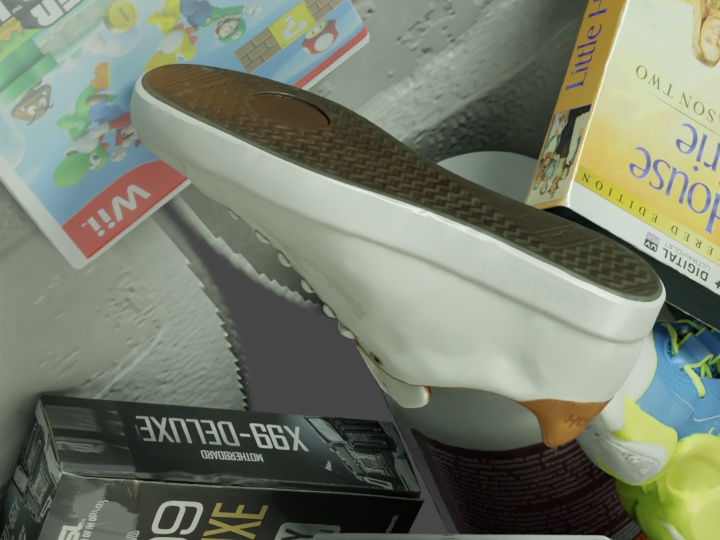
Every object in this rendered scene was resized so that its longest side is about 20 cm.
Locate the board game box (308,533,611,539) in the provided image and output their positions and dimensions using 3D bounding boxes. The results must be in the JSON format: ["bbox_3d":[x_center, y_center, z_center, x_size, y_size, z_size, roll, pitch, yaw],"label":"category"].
[{"bbox_3d":[0.077,0.137,1.171,0.200,0.126,0.035,27,64,-60],"label":"board game box"}]

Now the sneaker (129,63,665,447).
[{"bbox_3d":[0.000,0.000,1.006,0.085,0.199,0.073,-67,171,26],"label":"sneaker"}]

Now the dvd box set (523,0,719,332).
[{"bbox_3d":[0.148,-0.079,1.081,0.146,0.029,0.201,29,68,-26],"label":"dvd box set"}]

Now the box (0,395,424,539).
[{"bbox_3d":[-0.081,0.144,1.206,0.157,0.050,0.201,6,128,-24],"label":"box"}]

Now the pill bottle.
[{"bbox_3d":[0.068,0.044,1.218,0.114,0.114,0.200,-35,146,-8],"label":"pill bottle"}]

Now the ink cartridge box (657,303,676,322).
[{"bbox_3d":[0.205,0.104,1.341,0.147,0.200,0.145,-9,136,-38],"label":"ink cartridge box"}]

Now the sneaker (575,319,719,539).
[{"bbox_3d":[0.126,0.037,1.115,0.105,0.076,0.200,-44,147,-5],"label":"sneaker"}]

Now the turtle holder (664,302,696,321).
[{"bbox_3d":[0.201,-0.016,1.205,0.141,0.185,0.133,-27,112,-48],"label":"turtle holder"}]

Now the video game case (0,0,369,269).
[{"bbox_3d":[-0.085,-0.094,1.000,0.143,0.017,0.200,-39,146,-4],"label":"video game case"}]
